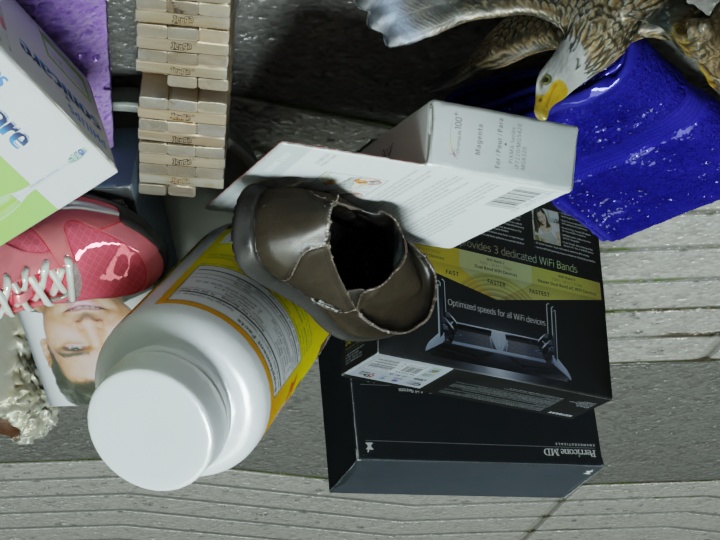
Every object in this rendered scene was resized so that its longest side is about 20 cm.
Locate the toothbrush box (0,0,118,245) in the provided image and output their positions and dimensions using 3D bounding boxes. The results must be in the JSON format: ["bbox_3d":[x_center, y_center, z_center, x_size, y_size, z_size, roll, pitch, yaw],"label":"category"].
[{"bbox_3d":[-0.258,-0.068,0.960,0.199,0.086,0.146,-30,140,9],"label":"toothbrush box"}]

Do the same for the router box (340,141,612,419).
[{"bbox_3d":[0.081,0.010,1.245,0.199,0.158,0.052,13,153,-28],"label":"router box"}]

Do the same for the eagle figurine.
[{"bbox_3d":[0.113,-0.144,0.972,0.199,0.151,0.153,20,124,30],"label":"eagle figurine"}]

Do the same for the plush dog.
[{"bbox_3d":[-0.265,0.023,1.317,0.199,0.161,0.172,33,174,10],"label":"plush dog"}]

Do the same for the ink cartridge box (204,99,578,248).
[{"bbox_3d":[0.012,-0.060,1.063,0.173,0.044,0.200,10,168,-16],"label":"ink cartridge box"}]

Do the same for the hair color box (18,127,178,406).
[{"bbox_3d":[-0.174,0.002,1.160,0.098,0.061,0.201,-2,135,6],"label":"hair color box"}]

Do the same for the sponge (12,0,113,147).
[{"bbox_3d":[-0.199,-0.139,1.009,0.111,0.030,0.200,0,146,-6],"label":"sponge"}]

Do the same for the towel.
[{"bbox_3d":[0.165,-0.081,1.156,0.147,0.050,0.200,-18,152,35],"label":"towel"}]

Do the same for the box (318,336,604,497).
[{"bbox_3d":[0.074,0.096,1.355,0.199,0.142,0.079,4,150,-18],"label":"box"}]

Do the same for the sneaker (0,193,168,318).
[{"bbox_3d":[-0.217,0.006,1.063,0.199,0.087,0.074,2,134,0],"label":"sneaker"}]

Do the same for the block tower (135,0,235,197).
[{"bbox_3d":[-0.100,-0.125,1.013,0.054,0.058,0.200,4,146,-4],"label":"block tower"}]

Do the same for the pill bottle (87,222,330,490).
[{"bbox_3d":[-0.091,0.052,1.075,0.109,0.110,0.200,-11,-161,22],"label":"pill bottle"}]

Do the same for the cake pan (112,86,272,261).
[{"bbox_3d":[-0.149,-0.045,1.181,0.199,0.037,0.201,2,135,2],"label":"cake pan"}]

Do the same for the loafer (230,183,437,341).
[{"bbox_3d":[0.000,0.000,1.070,0.071,0.073,0.200,0,168,31],"label":"loafer"}]
